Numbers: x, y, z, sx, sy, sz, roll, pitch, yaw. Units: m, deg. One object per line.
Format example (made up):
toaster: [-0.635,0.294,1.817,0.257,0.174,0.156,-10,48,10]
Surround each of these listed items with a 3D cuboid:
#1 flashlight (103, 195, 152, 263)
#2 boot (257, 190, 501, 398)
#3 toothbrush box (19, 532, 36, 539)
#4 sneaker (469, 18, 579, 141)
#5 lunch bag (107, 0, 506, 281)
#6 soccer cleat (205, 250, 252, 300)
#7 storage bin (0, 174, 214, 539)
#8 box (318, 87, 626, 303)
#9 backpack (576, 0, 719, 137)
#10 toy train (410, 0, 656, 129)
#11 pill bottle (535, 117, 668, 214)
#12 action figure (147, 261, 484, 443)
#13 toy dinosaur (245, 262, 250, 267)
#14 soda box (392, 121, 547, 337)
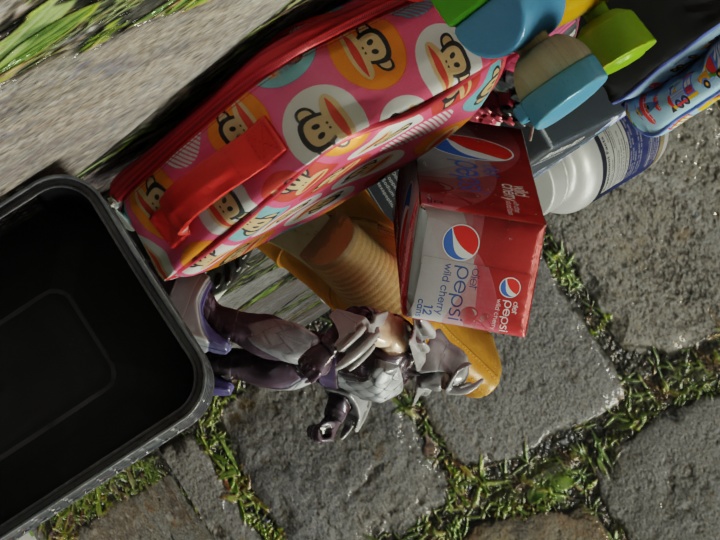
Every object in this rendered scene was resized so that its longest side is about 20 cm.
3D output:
flashlight: [-0.181,0.026,1.703,0.068,0.068,0.200,8,153,-27]
boot: [0.001,0.000,1.736,0.071,0.144,0.201,-45,-148,2]
toothbrush box: [-0.344,0.211,2.158,0.200,0.146,0.086,-35,177,28]
sneaker: [0.071,-0.123,1.742,0.075,0.080,0.200,-62,-159,-13]
lunch bag: [-0.036,-0.067,1.533,0.176,0.082,0.200,-30,176,-42]
soccer cleat: [-0.128,0.028,1.774,0.073,0.068,0.201,-17,-144,43]
storage bin: [-0.183,0.059,1.467,0.199,0.136,0.094,-33,177,-2]
box: [0.051,-0.085,1.952,0.200,0.107,0.148,-36,176,28]
backpack: [0.235,-0.197,1.856,0.200,0.135,0.182,-34,179,-34]
toy train: [0.104,-0.144,1.442,0.084,0.116,0.200,-34,177,36]
pill bottle: [0.222,-0.124,3.086,0.200,0.111,0.111,-30,176,-45]
action figure: [-0.032,0.049,1.614,0.198,0.070,0.130,6,149,4]
toy dinosaur: [-0.088,-0.034,1.896,0.200,0.048,0.088,-35,162,33]
soda box: [0.056,-0.028,1.610,0.069,0.064,0.200,9,-163,-3]
